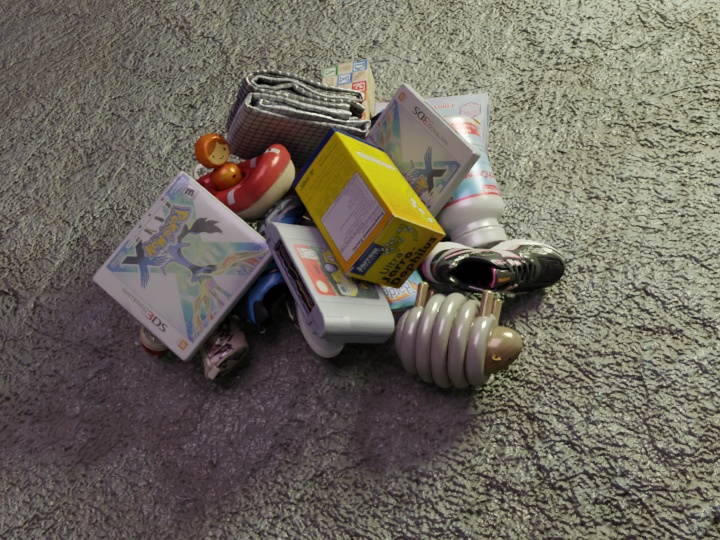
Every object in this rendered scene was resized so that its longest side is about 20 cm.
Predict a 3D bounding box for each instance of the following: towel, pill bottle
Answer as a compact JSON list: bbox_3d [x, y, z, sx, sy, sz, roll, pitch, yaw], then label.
[{"bbox_3d":[-0.100,-0.233,1.250,0.200,0.166,0.086,6,70,-20],"label":"towel"},{"bbox_3d":[0.148,-0.119,1.191,0.109,0.109,0.200,-18,74,4],"label":"pill bottle"}]

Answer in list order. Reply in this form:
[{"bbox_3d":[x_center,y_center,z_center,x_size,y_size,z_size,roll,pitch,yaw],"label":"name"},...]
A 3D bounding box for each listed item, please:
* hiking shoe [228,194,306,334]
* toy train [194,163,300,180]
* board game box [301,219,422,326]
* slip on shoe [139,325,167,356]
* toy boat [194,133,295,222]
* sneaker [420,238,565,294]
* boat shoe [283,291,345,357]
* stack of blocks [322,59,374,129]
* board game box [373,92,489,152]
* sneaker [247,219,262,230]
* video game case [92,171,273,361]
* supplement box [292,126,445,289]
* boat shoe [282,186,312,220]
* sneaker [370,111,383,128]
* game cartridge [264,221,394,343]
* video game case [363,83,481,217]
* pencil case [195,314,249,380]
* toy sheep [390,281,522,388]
[{"bbox_3d":[-0.120,-0.011,1.166,0.087,0.074,0.200,27,86,17],"label":"hiking shoe"},{"bbox_3d":[-0.176,-0.173,1.381,0.200,0.056,0.150,-33,72,-11],"label":"toy train"},{"bbox_3d":[0.000,0.000,1.182,0.152,0.045,0.200,-7,47,-19],"label":"board game box"},{"bbox_3d":[-0.280,0.053,1.255,0.074,0.061,0.200,32,51,-3],"label":"slip on shoe"},{"bbox_3d":[-0.200,-0.145,1.198,0.200,0.131,0.131,-14,32,24],"label":"toy boat"},{"bbox_3d":[0.188,0.006,1.093,0.199,0.081,0.086,-4,15,-10],"label":"sneaker"},{"bbox_3d":[-0.071,0.058,1.186,0.071,0.064,0.200,3,43,-24],"label":"boat shoe"},{"bbox_3d":[-0.037,-0.280,1.432,0.115,0.059,0.200,-7,52,13],"label":"stack of blocks"},{"bbox_3d":[0.112,-0.205,1.338,0.199,0.041,0.200,-1,55,16],"label":"board game box"},{"bbox_3d":[-0.172,-0.051,1.273,0.200,0.100,0.070,6,58,22],"label":"sneaker"},{"bbox_3d":[-0.247,-0.007,1.124,0.182,0.022,0.200,39,88,9],"label":"video game case"},{"bbox_3d":[0.007,-0.087,1.117,0.109,0.109,0.200,-51,49,23],"label":"supplement box"},{"bbox_3d":[-0.111,-0.116,1.288,0.202,0.075,0.075,22,71,9],"label":"boat shoe"},{"bbox_3d":[0.038,-0.173,1.266,0.082,0.071,0.200,-11,58,3],"label":"sneaker"},{"bbox_3d":[-0.038,0.013,1.073,0.041,0.133,0.200,-53,49,28],"label":"game cartridge"},{"bbox_3d":[0.060,-0.144,1.178,0.200,0.022,0.182,-54,54,22],"label":"video game case"},{"bbox_3d":[-0.241,0.065,1.176,0.078,0.089,0.200,-44,74,35],"label":"pencil case"},{"bbox_3d":[0.114,0.089,1.060,0.200,0.138,0.138,7,56,26],"label":"toy sheep"}]
